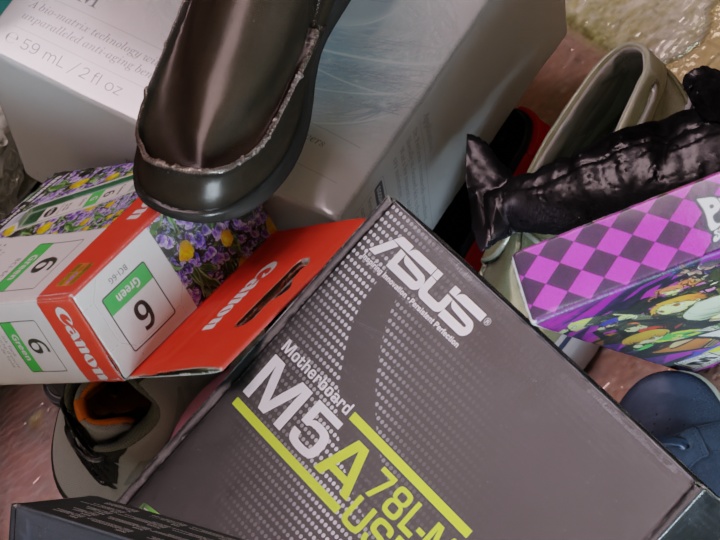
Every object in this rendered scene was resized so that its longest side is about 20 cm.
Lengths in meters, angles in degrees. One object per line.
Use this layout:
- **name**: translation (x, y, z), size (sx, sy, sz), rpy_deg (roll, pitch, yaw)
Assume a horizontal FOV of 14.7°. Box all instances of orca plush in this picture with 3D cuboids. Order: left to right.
- **orca plush**: translation (0.144, -0.063, 1.227), size (0.199, 0.071, 0.105), rpy_deg (0, 31, 14)

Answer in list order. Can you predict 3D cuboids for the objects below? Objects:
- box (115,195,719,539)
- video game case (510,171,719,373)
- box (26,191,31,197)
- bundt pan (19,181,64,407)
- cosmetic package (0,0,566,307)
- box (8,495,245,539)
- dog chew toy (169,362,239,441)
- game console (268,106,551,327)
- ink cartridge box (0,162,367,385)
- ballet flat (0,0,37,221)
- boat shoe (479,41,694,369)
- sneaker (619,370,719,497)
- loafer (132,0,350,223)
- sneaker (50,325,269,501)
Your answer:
- **box**: translation (0.015, 0.101, 1.102), size (0.193, 0.048, 0.200), rpy_deg (-49, 55, 5)
- **video game case**: translation (0.186, -0.014, 1.124), size (0.200, 0.181, 0.036), rpy_deg (-22, 72, 22)
- **box**: translation (-0.280, -0.065, 1.484), size (0.123, 0.200, 0.198), rpy_deg (-19, 13, 28)
- **bundt pan**: translation (-0.112, -0.023, 1.441), size (0.202, 0.076, 0.202), rpy_deg (-30, 35, 24)
- **cosmetic package**: translation (-0.036, -0.111, 1.329), size (0.199, 0.123, 0.200), rpy_deg (26, 66, 19)
- **box**: translation (-0.061, 0.182, 1.063), size (0.200, 0.043, 0.161), rpy_deg (12, 100, 45)
- **dog chew toy**: translation (-0.010, 0.127, 1.200), size (0.124, 0.125, 0.200), rpy_deg (-35, 46, 8)
- **game console**: translation (0.000, 0.000, 1.387), size (0.177, 0.031, 0.200), rpy_deg (3, 54, 49)
- **ink cartridge box**: translation (-0.100, -0.002, 1.221), size (0.200, 0.050, 0.109), rpy_deg (-5, 33, 50)
- **ballet flat**: translation (-0.186, -0.091, 1.467), size (0.072, 0.072, 0.200), rpy_deg (-11, 47, 33)
- **boat shoe**: translation (0.090, -0.018, 1.295), size (0.072, 0.062, 0.200), rpy_deg (9, 59, 44)
- **sneaker**: translation (0.105, 0.111, 1.140), size (0.075, 0.085, 0.200), rpy_deg (-12, 46, 32)
- **loafer**: translation (-0.051, -0.110, 1.210), size (0.073, 0.071, 0.200), rpy_deg (10, 57, 15)
- **sneaker**: translation (-0.114, 0.063, 1.314), size (0.079, 0.074, 0.200), rpy_deg (-31, -12, -34)
